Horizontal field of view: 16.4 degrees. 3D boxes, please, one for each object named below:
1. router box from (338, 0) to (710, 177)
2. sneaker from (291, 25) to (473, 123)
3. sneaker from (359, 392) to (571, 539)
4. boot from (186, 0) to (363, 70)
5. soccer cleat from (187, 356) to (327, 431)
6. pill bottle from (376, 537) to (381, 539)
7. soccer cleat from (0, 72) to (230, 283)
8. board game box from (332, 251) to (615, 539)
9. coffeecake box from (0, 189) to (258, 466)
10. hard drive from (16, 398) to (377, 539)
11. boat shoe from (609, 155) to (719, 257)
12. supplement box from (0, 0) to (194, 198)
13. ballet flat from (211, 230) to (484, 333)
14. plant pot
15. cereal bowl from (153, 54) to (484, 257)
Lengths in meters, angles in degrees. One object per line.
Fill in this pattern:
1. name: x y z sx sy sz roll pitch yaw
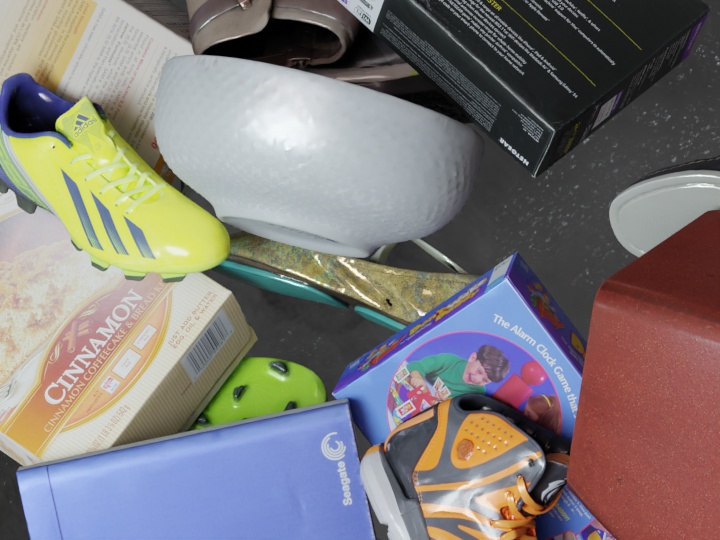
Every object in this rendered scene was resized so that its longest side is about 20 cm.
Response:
1. router box: 0.083 -0.167 1.464 0.200 0.149 0.051 44 147 15
2. sneaker: 0.027 -0.135 1.545 0.199 0.072 0.083 0 69 23
3. sneaker: 0.085 0.158 1.421 0.112 0.077 0.201 -36 71 19
4. boot: -0.083 -0.174 1.536 0.199 0.147 0.070 -9 135 18
5. soccer cleat: -0.115 0.107 1.615 0.199 0.081 0.068 -15 60 4
6. pill bottle: -0.084 0.209 1.578 0.199 0.116 0.117 0 94 23
7. soccer cleat: -0.157 -0.058 1.513 0.200 0.065 0.084 29 128 35
8. board game box: 0.098 0.109 1.498 0.134 0.045 0.200 -34 100 21
9. coffeecake box: -0.192 0.040 1.578 0.199 0.073 0.154 30 74 25
10. hard drive: -0.091 0.161 1.479 0.199 0.025 0.133 -12 96 0
11. boat shoe: 0.244 -0.046 1.451 0.199 0.060 0.074 -9 124 27
12. supplement box: -0.184 -0.133 1.618 0.200 0.073 0.126 33 106 17
13. ballet flat: 0.000 0.000 1.560 0.199 0.071 0.071 20 101 20
14. plant pot: 0.227 0.074 1.378 0.176 0.200 0.201 23 123 29
15. cereal bowl: -0.031 -0.060 1.474 0.199 0.200 0.084 12 83 22
